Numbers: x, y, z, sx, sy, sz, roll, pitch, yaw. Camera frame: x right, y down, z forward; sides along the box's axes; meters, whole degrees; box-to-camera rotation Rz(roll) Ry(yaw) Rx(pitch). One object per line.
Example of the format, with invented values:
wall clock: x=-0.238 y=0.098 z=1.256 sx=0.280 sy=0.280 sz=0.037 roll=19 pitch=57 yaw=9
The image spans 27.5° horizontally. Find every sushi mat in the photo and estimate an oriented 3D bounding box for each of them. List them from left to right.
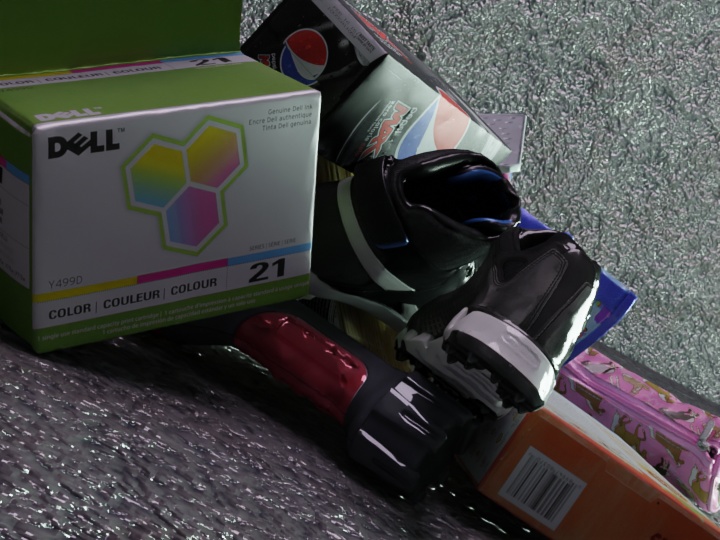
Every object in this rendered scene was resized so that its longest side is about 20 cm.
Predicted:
sushi mat: x=0.000 y=0.000 z=0.861 sx=0.012 sy=0.202 sz=0.096 roll=-14 pitch=-12 yaw=18

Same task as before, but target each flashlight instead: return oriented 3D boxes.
flashlight: x=-0.039 y=0.044 z=0.750 sx=0.199 sy=0.068 sz=0.068 roll=35 pitch=-5 yaw=22

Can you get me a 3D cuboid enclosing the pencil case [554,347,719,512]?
pencil case: x=0.243 y=0.130 z=1.291 sx=0.199 sy=0.087 sz=0.082 roll=30 pitch=37 yaw=31

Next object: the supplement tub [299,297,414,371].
supplement tub: x=0.027 y=0.013 z=1.054 sx=0.199 sy=0.123 sz=0.122 roll=30 pitch=6 yaw=29

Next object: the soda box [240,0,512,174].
soda box: x=0.013 y=-0.088 z=0.810 sx=0.071 sy=0.063 sz=0.200 roll=49 pitch=11 yaw=23

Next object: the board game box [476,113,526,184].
board game box: x=0.013 y=-0.080 z=1.018 sx=0.198 sy=0.026 sz=0.200 roll=1 pitch=15 yaw=7

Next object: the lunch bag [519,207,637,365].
lunch bag: x=0.112 y=0.009 z=1.135 sx=0.150 sy=0.094 sz=0.200 roll=39 pitch=-23 yaw=-3

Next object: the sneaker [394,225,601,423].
sneaker: x=0.072 y=0.023 z=0.728 sx=0.066 sy=0.091 sz=0.200 roll=39 pitch=-10 yaw=-3

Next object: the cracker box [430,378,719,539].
cracker box: x=0.112 y=0.108 z=0.841 sx=0.133 sy=0.058 sz=0.200 roll=34 pitch=4 yaw=-11

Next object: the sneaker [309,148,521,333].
sneaker: x=0.053 y=-0.012 z=0.804 sx=0.111 sy=0.074 sz=0.199 roll=-19 pitch=-18 yaw=32

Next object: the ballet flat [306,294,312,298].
ballet flat: x=-0.022 y=-0.018 z=0.965 sx=0.198 sy=0.073 sz=0.072 roll=2 pitch=-4 yaw=19

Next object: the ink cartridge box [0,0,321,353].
ink cartridge box: x=-0.095 y=-0.081 z=0.655 sx=0.147 sy=0.202 sz=0.076 roll=-12 pitch=29 yaw=-34
